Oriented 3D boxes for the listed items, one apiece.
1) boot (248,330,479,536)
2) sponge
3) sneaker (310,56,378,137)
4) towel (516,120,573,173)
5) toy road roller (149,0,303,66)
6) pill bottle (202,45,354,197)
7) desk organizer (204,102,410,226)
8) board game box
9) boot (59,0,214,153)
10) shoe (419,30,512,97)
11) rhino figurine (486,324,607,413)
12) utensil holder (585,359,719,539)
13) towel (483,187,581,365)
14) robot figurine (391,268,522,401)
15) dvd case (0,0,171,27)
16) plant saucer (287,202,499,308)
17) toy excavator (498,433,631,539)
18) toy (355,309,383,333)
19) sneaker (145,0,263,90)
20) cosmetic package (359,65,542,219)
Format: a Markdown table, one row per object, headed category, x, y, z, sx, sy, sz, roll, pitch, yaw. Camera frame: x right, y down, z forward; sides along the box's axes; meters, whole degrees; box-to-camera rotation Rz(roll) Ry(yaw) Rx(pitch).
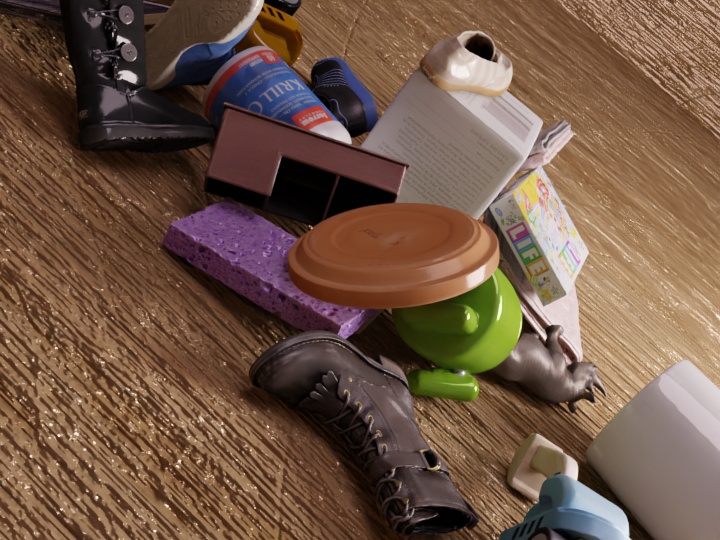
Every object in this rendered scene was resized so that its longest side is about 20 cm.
| category | x | y | z | sx | sy | sz | roll | pitch | yaw |
| --- | --- | --- | --- | --- | --- | --- | --- | --- | --- |
| boot | 0.008 | 0.146 | 0.885 | 0.198 | 0.069 | 0.175 | 17 | 34 | -39 |
| sponge | -0.082 | -0.002 | 0.992 | 0.198 | 0.030 | 0.111 | 31 | 26 | 14 |
| sneaker | -0.044 | -0.234 | 1.389 | 0.077 | 0.071 | 0.200 | -13 | 31 | -16 |
| towel | 0.191 | -0.157 | 1.448 | 0.200 | 0.188 | 0.033 | -40 | 112 | -62 |
| toy road roller | -0.163 | -0.305 | 1.303 | 0.198 | 0.123 | 0.148 | 16 | 46 | -37 |
| pill bottle | -0.079 | -0.148 | 1.168 | 0.200 | 0.113 | 0.112 | 47 | 29 | 15 |
| desk organizer | -0.058 | -0.095 | 1.060 | 0.197 | 0.078 | 0.072 | 17 | -12 | -7 |
| board game box | 0.226 | -0.049 | 1.284 | 0.136 | 0.034 | 0.200 | 60 | 24 | -4 |
| boot | -0.228 | -0.227 | 1.053 | 0.164 | 0.065 | 0.204 | -6 | 85 | -53 |
| shoe | 0.137 | -0.242 | 1.196 | 0.070 | 0.054 | 0.199 | 47 | 29 | 13 |
| rhino figurine | 0.207 | 0.106 | 1.186 | 0.198 | 0.060 | 0.088 | 28 | 49 | -21 |
| utensil holder | 0.360 | 0.222 | 1.091 | 0.200 | 0.171 | 0.169 | 48 | 29 | 24 |
| towel | 0.222 | 0.001 | 1.327 | 0.191 | 0.032 | 0.201 | 49 | 26 | -19 |
| robot figurine | 0.101 | 0.041 | 1.048 | 0.200 | 0.114 | 0.179 | 33 | 60 | -67 |
| dvd case | -0.303 | -0.292 | 1.153 | 0.147 | 0.016 | 0.200 | 16 | 22 | 21 |
| plant saucer | 0.030 | -0.022 | 0.958 | 0.196 | 0.033 | 0.201 | -4 | 23 | 2 |
| toy excavator | 0.180 | 0.222 | 0.924 | 0.099 | 0.195 | 0.202 | 33 | 56 | -8 |
| toy | 0.000 | 0.000 | 1.099 | 0.114 | 0.048 | 0.200 | 31 | 44 | 16 |
| sneaker | -0.164 | -0.269 | 1.165 | 0.111 | 0.199 | 0.078 | -21 | 81 | -58 |
| cosmetic package | 0.093 | -0.137 | 1.263 | 0.164 | 0.201 | 0.165 | 38 | 27 | -1 |
